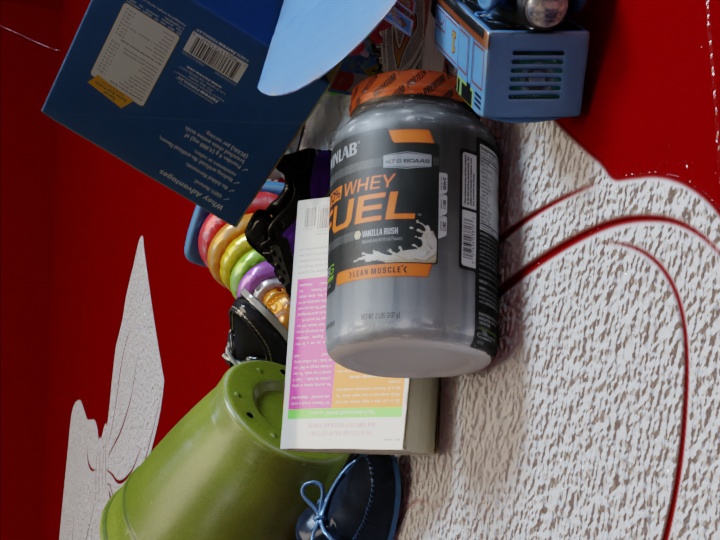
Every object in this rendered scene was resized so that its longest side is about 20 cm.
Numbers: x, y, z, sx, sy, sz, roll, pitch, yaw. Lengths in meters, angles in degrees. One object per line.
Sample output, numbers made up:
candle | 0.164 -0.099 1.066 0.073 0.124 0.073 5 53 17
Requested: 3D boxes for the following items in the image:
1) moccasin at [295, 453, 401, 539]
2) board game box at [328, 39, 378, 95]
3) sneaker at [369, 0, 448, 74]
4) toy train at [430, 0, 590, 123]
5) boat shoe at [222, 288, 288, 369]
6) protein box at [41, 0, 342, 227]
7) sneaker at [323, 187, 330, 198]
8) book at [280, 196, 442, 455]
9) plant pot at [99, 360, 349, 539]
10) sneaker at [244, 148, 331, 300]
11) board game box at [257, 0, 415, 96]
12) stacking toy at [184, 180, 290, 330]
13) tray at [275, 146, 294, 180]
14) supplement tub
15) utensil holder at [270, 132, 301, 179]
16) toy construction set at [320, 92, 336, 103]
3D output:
moccasin | -0.022 0.224 1.268 0.081 0.068 0.201 -104 28 -48
board game box | 0.011 -0.292 1.379 0.201 0.056 0.196 -101 25 -44
sneaker | 0.029 -0.195 1.240 0.078 0.082 0.201 -124 45 -63
toy train | 0.094 -0.175 1.040 0.200 0.086 0.115 -119 31 -64
boat shoe | -0.098 0.082 1.448 0.074 0.060 0.200 47 166 18
protein box | -0.129 -0.183 1.296 0.200 0.198 0.135 -51 11 46
sneaker | 0.000 0.000 1.275 0.106 0.074 0.201 137 137 -63
book | 0.000 0.040 1.198 0.133 0.048 0.201 -3 78 37
plant pot | -0.104 0.190 1.376 0.193 0.199 0.201 -59 27 27
sneaker | -0.060 -0.016 1.418 0.070 0.099 0.201 -144 60 -70
board game box | -0.001 -0.200 1.151 0.158 0.039 0.201 -29 35 39
stacking toy | -0.093 0.005 1.535 0.200 0.115 0.110 60 139 47
tray | -0.108 -0.145 1.513 0.022 0.200 0.108 -40 60 5
supplement tub | 0.038 -0.032 1.095 0.123 0.122 0.201 141 133 -65
utensil holder | -0.173 -0.196 1.677 0.170 0.199 0.171 -173 90 -71
toy construction set | -0.065 -0.240 1.534 0.132 0.092 0.201 95 174 -48
